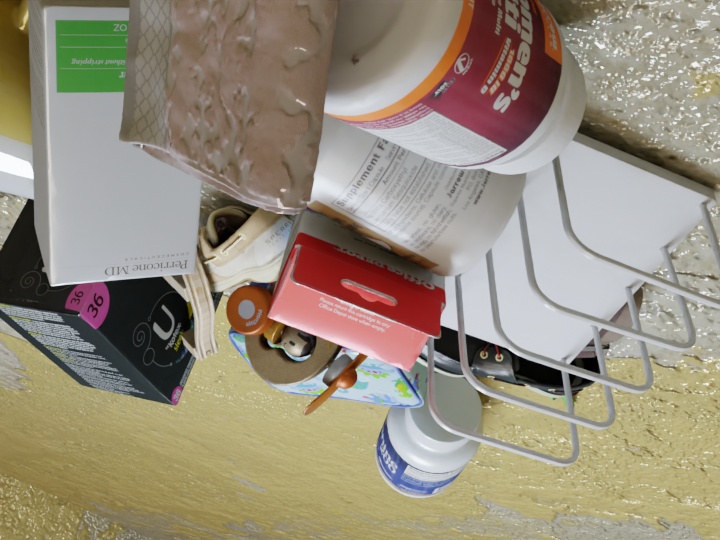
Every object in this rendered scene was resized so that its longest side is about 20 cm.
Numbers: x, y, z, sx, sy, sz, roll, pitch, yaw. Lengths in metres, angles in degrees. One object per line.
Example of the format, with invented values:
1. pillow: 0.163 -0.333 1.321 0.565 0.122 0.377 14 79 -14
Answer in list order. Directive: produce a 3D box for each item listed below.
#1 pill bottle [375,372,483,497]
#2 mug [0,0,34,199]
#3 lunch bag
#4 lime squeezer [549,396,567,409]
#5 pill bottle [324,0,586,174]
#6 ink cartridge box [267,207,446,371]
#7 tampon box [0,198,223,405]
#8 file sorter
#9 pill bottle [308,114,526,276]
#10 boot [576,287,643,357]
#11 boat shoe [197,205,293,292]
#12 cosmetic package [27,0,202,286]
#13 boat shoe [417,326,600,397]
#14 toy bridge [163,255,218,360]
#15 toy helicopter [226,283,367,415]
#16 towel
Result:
1. pill bottle: 0.082 0.191 1.177 0.111 0.111 0.200 17 154 2
2. mug: -0.233 -0.120 0.745 0.153 0.150 0.186 24 161 -31
3. lunch bag: -0.027 0.081 1.066 0.200 0.083 0.161 4 150 25
4. lime squeezer: 0.182 0.110 1.043 0.200 0.038 0.071 34 150 -31
5. pill bottle: 0.047 -0.116 0.547 0.109 0.110 0.200 -1 173 33
6. ink cartridge box: 0.000 0.000 0.760 0.116 0.200 0.067 22 119 -7
7. tampon box: -0.251 0.021 1.009 0.126 0.150 0.200 7 152 22
8. file sorter: 0.148 0.026 0.718 0.139 0.125 0.200 19 131 -15
9. pill bottle: 0.003 -0.087 0.686 0.200 0.114 0.114 28 152 -19
10. boot: 0.165 0.014 0.848 0.146 0.070 0.200 9 151 0
11. boat shoe: -0.114 -0.028 0.933 0.069 0.074 0.200 54 150 -16
12. cosmetic package: -0.163 -0.096 0.674 0.107 0.085 0.200 -7 126 -22
13. boat shoe: 0.133 0.071 0.955 0.201 0.074 0.063 17 159 -13
14. toy bridge: -0.167 0.005 0.953 0.067 0.027 0.200 38 146 46
15. toy helicopter: -0.018 0.048 0.933 0.200 0.132 0.079 -28 166 18
16. towel: -0.068 -0.143 0.492 0.032 0.200 0.191 -2 -165 -35
